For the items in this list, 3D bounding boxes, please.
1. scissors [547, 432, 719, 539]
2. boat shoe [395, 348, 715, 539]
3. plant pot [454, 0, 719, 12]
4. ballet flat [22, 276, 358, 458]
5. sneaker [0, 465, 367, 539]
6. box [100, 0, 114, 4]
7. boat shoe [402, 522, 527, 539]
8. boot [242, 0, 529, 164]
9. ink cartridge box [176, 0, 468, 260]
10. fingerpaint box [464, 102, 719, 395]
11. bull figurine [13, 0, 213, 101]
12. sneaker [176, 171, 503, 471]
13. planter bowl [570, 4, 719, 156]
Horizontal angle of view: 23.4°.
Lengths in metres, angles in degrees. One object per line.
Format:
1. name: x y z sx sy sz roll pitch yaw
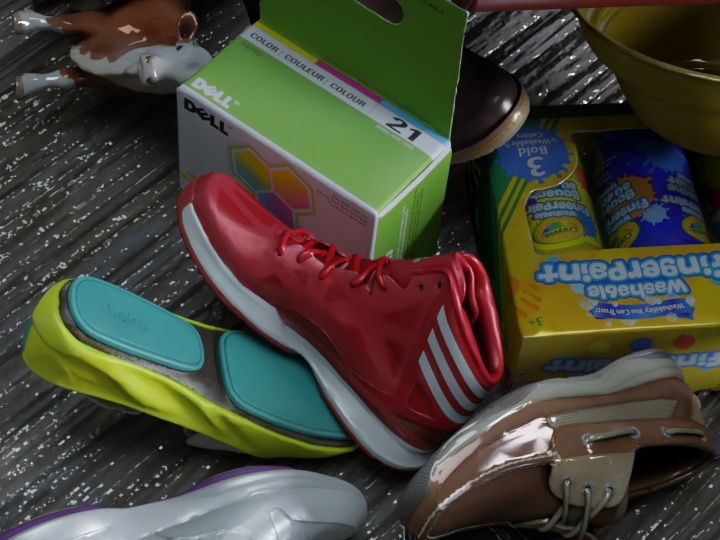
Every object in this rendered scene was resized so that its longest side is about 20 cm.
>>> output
1. scissors: 0.155 0.117 0.952 0.199 0.014 0.073 -4 52 -8
2. boat shoe: 0.108 0.099 0.890 0.199 0.076 0.072 -19 60 -33
3. plant pot: 0.137 -0.218 0.895 0.194 0.201 0.202 -8 55 -4
4. ballet flat: -0.091 0.061 0.930 0.199 0.067 0.067 24 38 -29
5. sneaker: -0.084 0.158 0.868 0.199 0.075 0.100 -11 69 -24
6. box: -0.116 -0.252 1.081 0.200 0.075 0.100 -37 48 -27
7. boat shoe: 0.073 0.186 0.858 0.074 0.060 0.201 -24 58 0
8. boot: -0.008 -0.142 1.000 0.200 0.166 0.072 23 72 49
9. ink cartridge box: -0.027 -0.088 0.970 0.147 0.200 0.076 34 58 20
10. fingerpaint box: 0.172 -0.016 1.010 0.199 0.074 0.168 -2 54 -6
11. bull figurine: -0.150 -0.152 1.076 0.121 0.065 0.200 -1 34 -4
12. sneaker: 0.000 0.000 0.931 0.200 0.116 0.078 46 30 0
13. planter bowl: 0.211 -0.123 0.993 0.199 0.084 0.201 0 37 0
